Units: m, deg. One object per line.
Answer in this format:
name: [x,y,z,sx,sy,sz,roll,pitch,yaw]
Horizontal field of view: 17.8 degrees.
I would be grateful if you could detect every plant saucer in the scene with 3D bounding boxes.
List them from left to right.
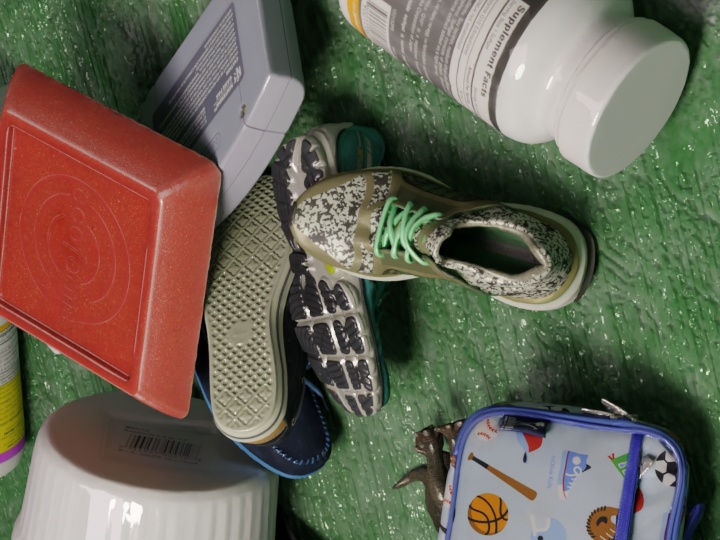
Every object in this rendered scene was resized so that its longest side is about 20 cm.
plant saucer: [-0.192,-0.017,1.608,0.199,0.037,0.201,27,122,30]

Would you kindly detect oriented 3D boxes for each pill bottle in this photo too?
pill bottle: [-0.331,0.067,1.881,0.104,0.104,0.202,18,120,38]
pill bottle: [0.091,-0.148,1.371,0.200,0.116,0.117,37,130,26]

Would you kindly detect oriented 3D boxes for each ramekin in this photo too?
ramekin: [-0.153,0.167,1.691,0.200,0.200,0.099,24,116,35]

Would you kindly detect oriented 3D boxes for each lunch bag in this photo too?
lunch bag: [0.129,0.178,1.437,0.159,0.076,0.202,9,90,10]

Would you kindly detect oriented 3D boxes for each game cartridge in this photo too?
game cartridge: [-0.098,-0.109,1.584,0.200,0.041,0.134,-48,45,45]

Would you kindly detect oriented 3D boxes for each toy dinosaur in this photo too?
toy dinosaur: [0.076,0.149,1.545,0.199,0.077,0.103,-21,86,44]

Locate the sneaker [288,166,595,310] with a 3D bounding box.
sneaker: [0.046,-0.025,1.447,0.198,0.089,0.078,9,89,15]

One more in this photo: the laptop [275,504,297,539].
laptop: [0.004,0.305,1.730,0.198,0.116,0.189,14,122,7]

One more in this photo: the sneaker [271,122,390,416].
sneaker: [0.000,0.000,1.548,0.077,0.079,0.202,10,111,52]

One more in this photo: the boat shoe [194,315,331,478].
boat shoe: [-0.087,0.058,1.655,0.200,0.084,0.069,52,146,11]

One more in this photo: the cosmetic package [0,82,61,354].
cosmetic package: [-0.241,-0.045,1.740,0.200,0.112,0.081,46,133,22]

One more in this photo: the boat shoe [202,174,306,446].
boat shoe: [-0.070,0.030,1.600,0.074,0.062,0.202,-9,64,17]
